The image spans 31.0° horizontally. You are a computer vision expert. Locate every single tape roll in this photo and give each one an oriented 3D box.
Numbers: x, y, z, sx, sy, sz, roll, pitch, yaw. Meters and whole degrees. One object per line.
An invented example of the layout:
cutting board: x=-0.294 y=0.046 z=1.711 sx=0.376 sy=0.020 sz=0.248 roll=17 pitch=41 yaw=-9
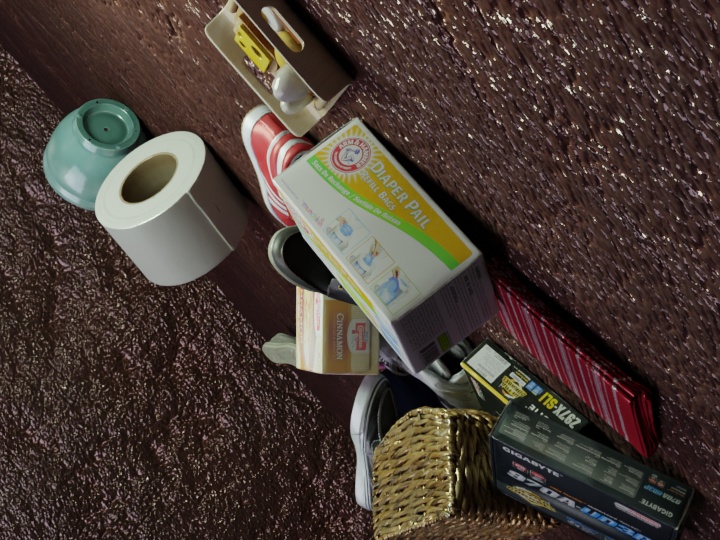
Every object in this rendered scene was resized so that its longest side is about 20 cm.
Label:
tape roll: x=-0.292 y=-0.097 z=2.015 sx=0.202 sy=0.203 sz=0.139 roll=35 pitch=165 yaw=50

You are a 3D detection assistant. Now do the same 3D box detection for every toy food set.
toy food set: x=-0.086 y=-0.194 z=1.185 sx=0.144 sy=0.060 sz=0.200 roll=48 pitch=169 yaw=-4

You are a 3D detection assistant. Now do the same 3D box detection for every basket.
basket: x=0.118 y=0.235 z=1.491 sx=0.148 sy=0.144 sz=0.200 roll=9 pitch=157 yaw=-23

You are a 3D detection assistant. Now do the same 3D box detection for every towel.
towel: x=0.190 y=0.079 z=1.175 sx=0.200 sy=0.022 sz=0.145 roll=44 pitch=171 yaw=31

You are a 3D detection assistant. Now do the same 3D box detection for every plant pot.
plant pot: x=-0.474 y=-0.228 z=2.387 sx=0.200 sy=0.200 sz=0.134 roll=45 pitch=143 yaw=11

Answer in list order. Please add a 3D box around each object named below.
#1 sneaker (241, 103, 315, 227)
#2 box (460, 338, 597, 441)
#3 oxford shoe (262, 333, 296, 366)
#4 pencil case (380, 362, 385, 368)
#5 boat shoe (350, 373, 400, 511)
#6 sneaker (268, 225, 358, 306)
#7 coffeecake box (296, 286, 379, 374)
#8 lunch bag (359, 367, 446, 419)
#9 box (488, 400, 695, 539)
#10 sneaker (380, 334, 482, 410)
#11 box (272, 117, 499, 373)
sneaker: x=-0.062 y=-0.087 z=1.461 sx=0.112 sy=0.071 sz=0.201 roll=43 pitch=167 yaw=39
box: x=0.201 y=0.181 z=1.446 sx=0.159 sy=0.049 sz=0.200 roll=38 pitch=166 yaw=35
oxford shoe: x=-0.141 y=0.173 z=2.838 sx=0.199 sy=0.058 sz=0.075 roll=7 pitch=134 yaw=53
pencil case: x=0.006 y=0.094 z=1.826 sx=0.094 sy=0.090 sz=0.200 roll=55 pitch=167 yaw=-2
boat shoe: x=0.034 y=0.217 z=1.613 sx=0.070 sy=0.072 sz=0.201 roll=14 pitch=125 yaw=27
sneaker: x=0.000 y=0.000 z=1.451 sx=0.199 sy=0.075 sz=0.106 roll=22 pitch=171 yaw=-20
coffeecake box: x=-0.030 y=0.048 z=1.607 sx=0.200 sy=0.072 sz=0.155 roll=168 pitch=103 yaw=-78
lunch bag: x=0.095 y=0.196 z=1.691 sx=0.200 sy=0.132 sz=0.137 roll=41 pitch=144 yaw=38
box: x=0.227 y=0.217 z=1.295 sx=0.199 sy=0.046 sz=0.159 roll=25 pitch=158 yaw=19
sneaker: x=0.078 y=0.094 z=1.565 sx=0.200 sy=0.075 sz=0.115 roll=37 pitch=166 yaw=26
box: x=0.023 y=-0.025 z=1.193 sx=0.200 sy=0.101 sz=0.113 roll=50 pitch=173 yaw=31
